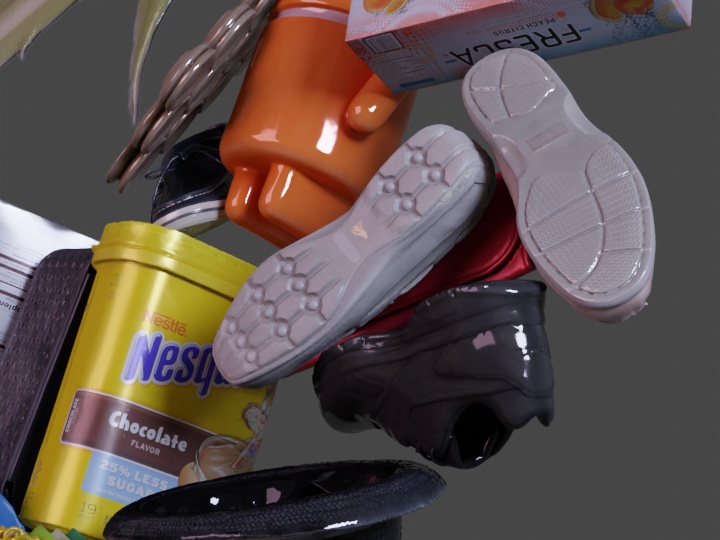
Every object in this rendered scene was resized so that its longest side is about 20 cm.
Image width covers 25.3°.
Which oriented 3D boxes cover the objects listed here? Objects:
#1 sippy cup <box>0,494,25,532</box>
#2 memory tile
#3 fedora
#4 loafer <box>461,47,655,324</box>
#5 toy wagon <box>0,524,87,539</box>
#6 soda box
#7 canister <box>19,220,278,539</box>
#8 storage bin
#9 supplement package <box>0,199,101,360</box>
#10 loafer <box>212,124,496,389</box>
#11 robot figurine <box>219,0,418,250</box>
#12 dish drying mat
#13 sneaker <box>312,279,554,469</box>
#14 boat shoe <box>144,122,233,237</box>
[{"bbox_3d":[-0.281,0.170,1.003,0.130,0.139,0.178,4,114,46],"label":"sippy cup"},{"bbox_3d":[-0.098,-0.145,1.105,0.200,0.017,0.153,-53,2,-39],"label":"memory tile"},{"bbox_3d":[-0.044,0.163,0.891,0.200,0.200,0.092,-10,89,53],"label":"fedora"},{"bbox_3d":[0.114,-0.042,0.883,0.072,0.063,0.200,-25,48,3],"label":"loafer"},{"bbox_3d":[-0.138,0.201,0.926,0.040,0.200,0.155,-46,41,-16],"label":"toy wagon"},{"bbox_3d":[0.091,-0.163,0.939,0.200,0.064,0.069,-8,59,32],"label":"soda box"},{"bbox_3d":[-0.127,0.088,1.050,0.086,0.148,0.201,-5,65,53],"label":"canister"},{"bbox_3d":[-0.180,0.095,1.131,0.094,0.135,0.200,2,69,57],"label":"storage bin"},{"bbox_3d":[-0.276,0.069,1.250,0.191,0.147,0.200,-13,55,69],"label":"supplement package"},{"bbox_3d":[0.000,0.000,0.936,0.200,0.070,0.070,-40,58,10],"label":"loafer"},{"bbox_3d":[-0.022,-0.114,1.074,0.144,0.116,0.200,101,-173,-73],"label":"robot figurine"},{"bbox_3d":[0.019,0.002,0.982,0.200,0.018,0.077,-25,50,32],"label":"dish drying mat"},{"bbox_3d":[0.037,0.071,0.892,0.200,0.076,0.091,-33,66,57],"label":"sneaker"},{"bbox_3d":[-0.115,-0.063,1.142,0.074,0.062,0.200,-21,12,13],"label":"boat shoe"}]
